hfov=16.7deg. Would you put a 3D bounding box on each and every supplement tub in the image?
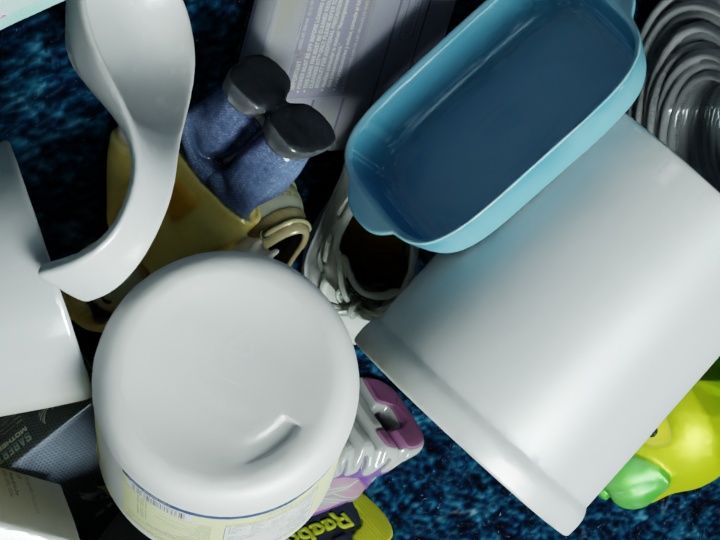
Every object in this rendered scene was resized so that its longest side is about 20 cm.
[{"bbox_3d":[-0.079,0.083,1.386,0.144,0.146,0.200,-27,168,-12],"label":"supplement tub"}]

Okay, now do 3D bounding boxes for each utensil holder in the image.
[{"bbox_3d":[0.122,0.022,1.415,0.200,0.170,0.170,-49,138,1],"label":"utensil holder"}]

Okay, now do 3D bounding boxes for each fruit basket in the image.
[{"bbox_3d":[0.239,0.069,1.670,0.214,0.216,0.156,-14,133,-24],"label":"fruit basket"}]

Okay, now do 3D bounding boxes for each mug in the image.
[{"bbox_3d":[-0.239,0.037,1.365,0.152,0.150,0.187,-19,129,-8],"label":"mug"}]

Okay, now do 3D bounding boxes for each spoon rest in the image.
[{"bbox_3d":[-0.126,-0.085,1.314,0.060,0.201,0.099,-9,154,33],"label":"spoon rest"}]

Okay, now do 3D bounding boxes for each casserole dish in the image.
[{"bbox_3d":[0.080,-0.088,1.379,0.200,0.121,0.039,-43,137,5],"label":"casserole dish"}]

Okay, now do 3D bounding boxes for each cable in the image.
[{"bbox_3d":[0.237,-0.085,1.534,0.069,0.200,0.201,-3,130,-25],"label":"cable"}]

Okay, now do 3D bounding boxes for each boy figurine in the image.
[{"bbox_3d":[-0.106,-0.039,1.414,0.200,0.125,0.064,-42,176,30],"label":"boy figurine"}]

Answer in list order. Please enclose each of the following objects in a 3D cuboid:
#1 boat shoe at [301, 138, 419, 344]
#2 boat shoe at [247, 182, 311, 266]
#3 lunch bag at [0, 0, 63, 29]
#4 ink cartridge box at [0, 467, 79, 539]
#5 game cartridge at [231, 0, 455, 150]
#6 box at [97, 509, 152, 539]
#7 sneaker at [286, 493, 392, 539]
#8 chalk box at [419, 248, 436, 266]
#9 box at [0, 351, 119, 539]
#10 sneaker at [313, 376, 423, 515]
[{"bbox_3d":[0.005,0.001,1.501,0.074,0.086,0.202,14,141,-6],"label":"boat shoe"},{"bbox_3d":[-0.087,0.021,1.495,0.073,0.063,0.201,2,135,-37],"label":"boat shoe"},{"bbox_3d":[-0.206,-0.202,1.189,0.199,0.122,0.171,-21,135,-9],"label":"lunch bag"},{"bbox_3d":[-0.284,0.179,1.441,0.199,0.088,0.146,19,106,-25],"label":"ink cartridge box"},{"bbox_3d":[-0.004,-0.159,1.430,0.129,0.038,0.201,-2,128,-28],"label":"game cartridge"},{"bbox_3d":[-0.147,0.246,1.509,0.201,0.086,0.164,-67,174,33],"label":"box"},{"bbox_3d":[-0.067,0.209,1.667,0.199,0.074,0.082,-9,142,-41],"label":"sneaker"},{"bbox_3d":[0.113,-0.009,1.572,0.125,0.124,0.200,-39,138,2],"label":"chalk box"},{"bbox_3d":[-0.206,0.161,1.559,0.200,0.051,0.158,-39,137,2],"label":"box"},{"bbox_3d":[-0.049,0.126,1.608,0.199,0.081,0.089,1,138,-48],"label":"sneaker"}]
